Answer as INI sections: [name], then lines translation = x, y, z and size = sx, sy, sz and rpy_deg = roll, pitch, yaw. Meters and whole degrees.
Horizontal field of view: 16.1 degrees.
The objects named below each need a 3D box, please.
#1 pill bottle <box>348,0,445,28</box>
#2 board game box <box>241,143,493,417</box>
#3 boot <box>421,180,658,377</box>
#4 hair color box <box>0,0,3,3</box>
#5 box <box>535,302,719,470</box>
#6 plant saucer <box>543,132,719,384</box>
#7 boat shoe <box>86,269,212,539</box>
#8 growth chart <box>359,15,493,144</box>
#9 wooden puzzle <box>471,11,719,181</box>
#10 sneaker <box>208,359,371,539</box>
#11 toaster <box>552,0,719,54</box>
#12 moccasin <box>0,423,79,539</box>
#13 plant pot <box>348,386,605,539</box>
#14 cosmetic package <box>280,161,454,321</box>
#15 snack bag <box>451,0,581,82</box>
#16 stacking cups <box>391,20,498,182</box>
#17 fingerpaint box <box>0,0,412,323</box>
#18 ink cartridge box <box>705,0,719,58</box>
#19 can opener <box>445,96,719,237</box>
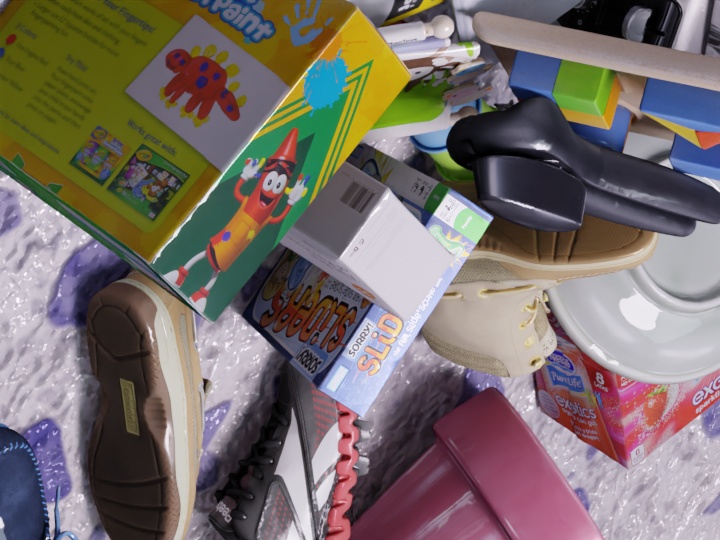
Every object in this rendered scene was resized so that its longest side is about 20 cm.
[pill bottle]
translation = 0.014, -0.200, 1.436
size = 0.200, 0.114, 0.115
rpy_deg = -26, 132, -32
[board game box]
translation = 0.000, 0.000, 1.498
size = 0.034, 0.200, 0.136
rpy_deg = 33, 90, -19
[boot]
translation = 0.110, 0.006, 1.626
size = 0.156, 0.199, 0.073
rpy_deg = 56, 36, -50
[hair color box]
translation = -0.192, -0.191, 1.239
size = 0.200, 0.099, 0.061
rpy_deg = -48, 141, -11
[box]
translation = 0.224, 0.037, 1.826
size = 0.200, 0.095, 0.100
rpy_deg = -34, 135, -25
[plant saucer]
translation = 0.213, -0.024, 1.728
size = 0.199, 0.050, 0.201
rpy_deg = 3, 83, -25
[boat shoe]
translation = -0.117, 0.086, 1.534
size = 0.076, 0.071, 0.201
rpy_deg = -37, 141, -46
[growth chart]
translation = 0.006, -0.105, 1.455
size = 0.144, 0.018, 0.200
rpy_deg = -12, 166, 2
[wooden puzzle]
translation = 0.168, -0.092, 1.480
size = 0.200, 0.184, 0.047
rpy_deg = 32, 72, -72
[sneaker]
translation = -0.047, 0.132, 1.623
size = 0.097, 0.071, 0.201
rpy_deg = 1, 99, -14
[toaster]
translation = 0.228, -0.201, 1.653
size = 0.200, 0.119, 0.182
rpy_deg = -1, 116, -46
[moccasin]
translation = -0.200, 0.182, 1.505
size = 0.080, 0.068, 0.201
rpy_deg = -27, 132, -32
[plant pot]
translation = 0.072, 0.208, 1.724
size = 0.179, 0.200, 0.200
rpy_deg = -34, 138, -3
[cosmetic package]
translation = -0.045, -0.048, 1.408
size = 0.051, 0.200, 0.083
rpy_deg = -54, 140, -4
[snack bag]
translation = 0.130, -0.194, 1.450
size = 0.200, 0.021, 0.189
rpy_deg = -36, 163, -5
[stacking cups]
translation = 0.047, -0.108, 1.576
size = 0.061, 0.060, 0.200
rpy_deg = -52, 139, -6
[fingerpaint box]
translation = -0.100, -0.093, 1.320
size = 0.167, 0.200, 0.073
rpy_deg = -52, 141, -7
[ink cartridge box]
translation = 0.280, -0.156, 1.588
size = 0.116, 0.068, 0.201
rpy_deg = -18, 128, -37
[can opener]
translation = 0.131, -0.051, 1.480
size = 0.199, 0.063, 0.079
rpy_deg = 13, 76, -41
